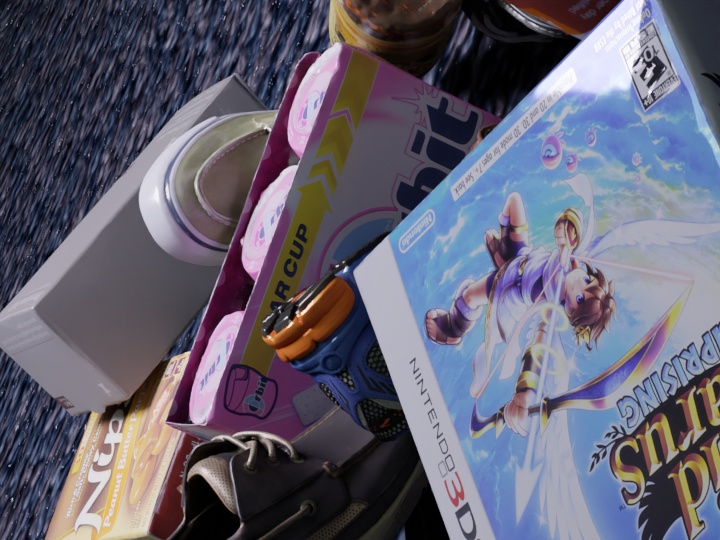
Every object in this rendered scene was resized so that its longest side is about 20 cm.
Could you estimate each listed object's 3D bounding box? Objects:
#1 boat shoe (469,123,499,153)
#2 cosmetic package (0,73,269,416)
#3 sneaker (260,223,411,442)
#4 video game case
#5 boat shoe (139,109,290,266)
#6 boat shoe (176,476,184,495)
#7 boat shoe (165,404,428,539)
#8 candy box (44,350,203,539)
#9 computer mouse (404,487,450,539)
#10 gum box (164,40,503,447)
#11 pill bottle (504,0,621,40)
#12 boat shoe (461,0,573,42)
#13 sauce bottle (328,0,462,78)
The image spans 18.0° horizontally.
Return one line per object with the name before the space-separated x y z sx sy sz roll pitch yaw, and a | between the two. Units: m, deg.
boat shoe | 0.098 -0.033 0.900 0.200 0.071 0.068 -139 49 -64
cosmetic package | -0.126 -0.013 1.383 0.200 0.090 0.107 -49 12 -26
sneaker | 0.029 0.019 0.976 0.075 0.079 0.200 -35 0 34
video game case | 0.089 0.029 0.795 0.200 0.045 0.182 -45 58 46
boat shoe | -0.029 -0.058 1.152 0.062 0.072 0.200 -25 1 42
boat shoe | -0.059 0.121 1.133 0.070 0.070 0.201 -160 89 -78
boat shoe | -0.039 0.104 0.960 0.074 0.073 0.200 -9 35 54
candy box | -0.118 0.117 1.342 0.200 0.055 0.116 -21 47 63
computer mouse | 0.058 0.094 0.917 0.200 0.046 0.141 -49 24 40
gum box | 0.000 0.000 1.079 0.066 0.113 0.201 -11 57 67
pill bottle | 0.080 -0.160 0.923 0.112 0.199 0.113 -53 22 33
boat shoe | 0.084 -0.144 1.116 0.200 0.072 0.071 -100 23 -65
sauce bottle | 0.016 -0.126 1.152 0.200 0.066 0.066 94 -163 -82
